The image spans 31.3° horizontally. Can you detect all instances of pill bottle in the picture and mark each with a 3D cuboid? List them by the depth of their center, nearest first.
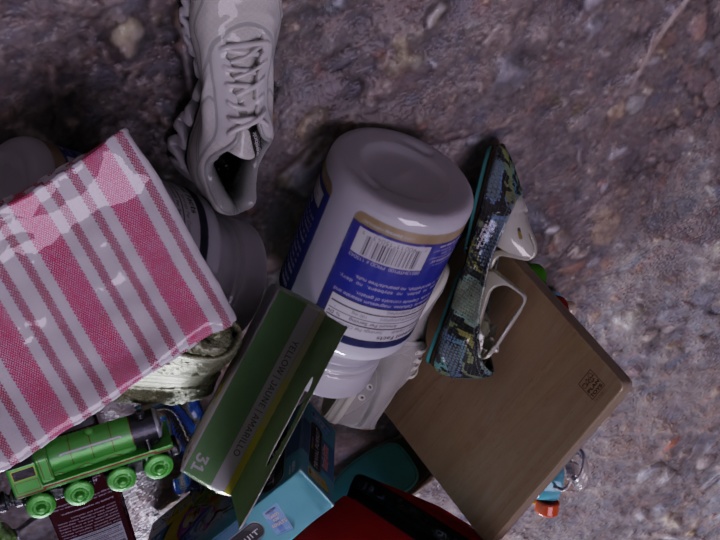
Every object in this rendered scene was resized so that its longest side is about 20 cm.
[{"bbox_3d":[-0.171,-0.013,0.911,0.199,0.116,0.116,18,121,-40],"label":"pill bottle"},{"bbox_3d":[0.000,0.000,1.022,0.119,0.120,0.201,1,131,-31],"label":"pill bottle"}]

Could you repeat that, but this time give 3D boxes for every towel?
[{"bbox_3d":[-0.192,0.023,0.802,0.199,0.030,0.147,-32,105,-9],"label":"towel"},{"bbox_3d":[-0.189,0.061,0.891,0.198,0.037,0.148,3,158,-15],"label":"towel"}]

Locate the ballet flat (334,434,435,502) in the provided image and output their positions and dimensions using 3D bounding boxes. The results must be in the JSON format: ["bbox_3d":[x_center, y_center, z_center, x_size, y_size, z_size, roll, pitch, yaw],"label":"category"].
[{"bbox_3d":[0.061,0.194,1.297,0.199,0.068,0.067,-32,147,5],"label":"ballet flat"}]

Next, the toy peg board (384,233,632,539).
[{"bbox_3d":[0.136,0.097,1.155,0.097,0.199,0.201,-1,134,-50],"label":"toy peg board"}]

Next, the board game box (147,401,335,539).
[{"bbox_3d":[-0.112,0.220,1.156,0.200,0.151,0.047,-40,104,10],"label":"board game box"}]

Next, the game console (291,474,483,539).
[{"bbox_3d":[0.046,0.275,1.154,0.172,0.200,0.119,28,86,-34],"label":"game console"}]

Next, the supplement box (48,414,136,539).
[{"bbox_3d":[-0.236,0.148,1.040,0.060,0.109,0.201,-18,138,-13],"label":"supplement box"}]

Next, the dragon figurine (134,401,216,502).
[{"bbox_3d":[-0.140,0.147,1.074,0.058,0.100,0.200,-26,174,-7],"label":"dragon figurine"}]

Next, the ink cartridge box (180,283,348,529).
[{"bbox_3d":[-0.071,0.084,0.879,0.048,0.200,0.146,28,88,-5],"label":"ink cartridge box"}]

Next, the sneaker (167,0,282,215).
[{"bbox_3d":[-0.084,-0.127,0.876,0.074,0.081,0.201,-8,133,-21],"label":"sneaker"}]

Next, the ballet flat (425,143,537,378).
[{"bbox_3d":[0.113,-0.003,1.078,0.074,0.074,0.202,5,106,-34],"label":"ballet flat"}]

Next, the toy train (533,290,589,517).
[{"bbox_3d":[0.163,0.126,1.208,0.055,0.201,0.151,6,144,-9],"label":"toy train"}]

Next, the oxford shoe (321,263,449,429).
[{"bbox_3d":[0.031,0.066,1.133,0.057,0.075,0.201,24,122,-13],"label":"oxford shoe"}]

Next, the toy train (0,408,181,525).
[{"bbox_3d":[-0.229,0.147,0.934,0.198,0.042,0.057,-18,126,-12],"label":"toy train"}]

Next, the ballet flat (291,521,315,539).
[{"bbox_3d":[-0.059,0.249,1.275,0.070,0.066,0.200,-22,148,4],"label":"ballet flat"}]

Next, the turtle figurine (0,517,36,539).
[{"bbox_3d":[-0.305,0.291,1.080,0.199,0.194,0.144,27,106,-41],"label":"turtle figurine"}]
